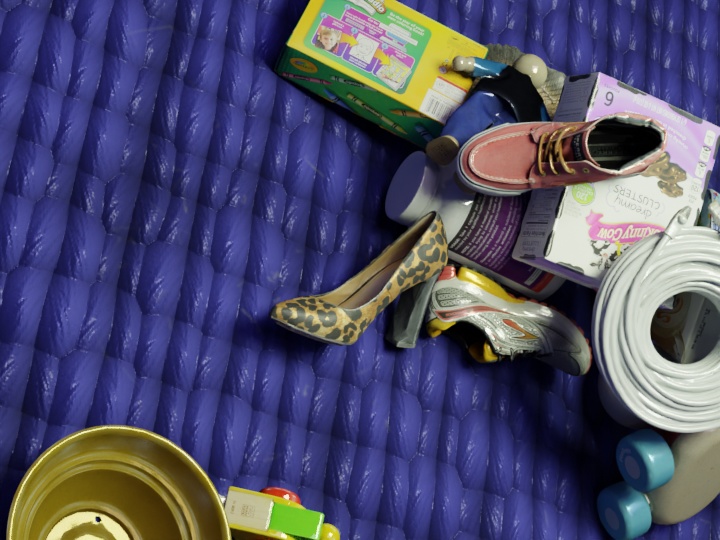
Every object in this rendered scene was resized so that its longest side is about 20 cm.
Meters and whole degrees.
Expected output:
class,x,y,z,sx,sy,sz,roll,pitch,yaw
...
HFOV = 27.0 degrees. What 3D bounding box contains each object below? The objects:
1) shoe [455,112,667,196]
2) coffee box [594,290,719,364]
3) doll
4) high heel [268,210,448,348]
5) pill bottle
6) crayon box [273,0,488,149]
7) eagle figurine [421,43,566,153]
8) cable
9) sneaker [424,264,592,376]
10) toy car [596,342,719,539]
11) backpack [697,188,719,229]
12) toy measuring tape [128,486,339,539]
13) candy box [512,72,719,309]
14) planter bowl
class,x,y,z,sx,sy,sz,roll,pitch,yaw
shoe,0.193,-0.116,1.447,0.198,0.091,0.072,-4,85,-3
coffee box,0.346,0.014,1.639,0.079,0.200,0.115,9,110,-25
doll,0.142,-0.169,1.563,0.136,0.048,0.200,44,50,-3
high heel,0.000,0.000,1.477,0.199,0.071,0.144,6,105,-43
pill bottle,0.129,-0.051,1.595,0.199,0.112,0.113,25,59,-23
crayon box,0.023,-0.224,1.599,0.199,0.058,0.119,27,60,-3
eagle figurine,0.181,-0.155,1.658,0.199,0.152,0.152,28,98,-13
cable,0.324,0.057,1.489,0.200,0.069,0.200,-40,94,0
sneaker,0.152,0.071,1.591,0.199,0.078,0.083,23,63,-13
toy car,0.315,0.155,1.631,0.183,0.178,0.200,-19,53,-23
backpack,0.439,0.006,1.737,0.146,0.183,0.202,3,70,-7
toy measuring tape,-0.117,0.226,1.364,0.198,0.074,0.074,13,62,-3
candy box,0.268,-0.080,1.555,0.167,0.071,0.201,20,83,-23
planter bowl,-0.215,0.239,1.267,0.199,0.083,0.202,14,63,-29
